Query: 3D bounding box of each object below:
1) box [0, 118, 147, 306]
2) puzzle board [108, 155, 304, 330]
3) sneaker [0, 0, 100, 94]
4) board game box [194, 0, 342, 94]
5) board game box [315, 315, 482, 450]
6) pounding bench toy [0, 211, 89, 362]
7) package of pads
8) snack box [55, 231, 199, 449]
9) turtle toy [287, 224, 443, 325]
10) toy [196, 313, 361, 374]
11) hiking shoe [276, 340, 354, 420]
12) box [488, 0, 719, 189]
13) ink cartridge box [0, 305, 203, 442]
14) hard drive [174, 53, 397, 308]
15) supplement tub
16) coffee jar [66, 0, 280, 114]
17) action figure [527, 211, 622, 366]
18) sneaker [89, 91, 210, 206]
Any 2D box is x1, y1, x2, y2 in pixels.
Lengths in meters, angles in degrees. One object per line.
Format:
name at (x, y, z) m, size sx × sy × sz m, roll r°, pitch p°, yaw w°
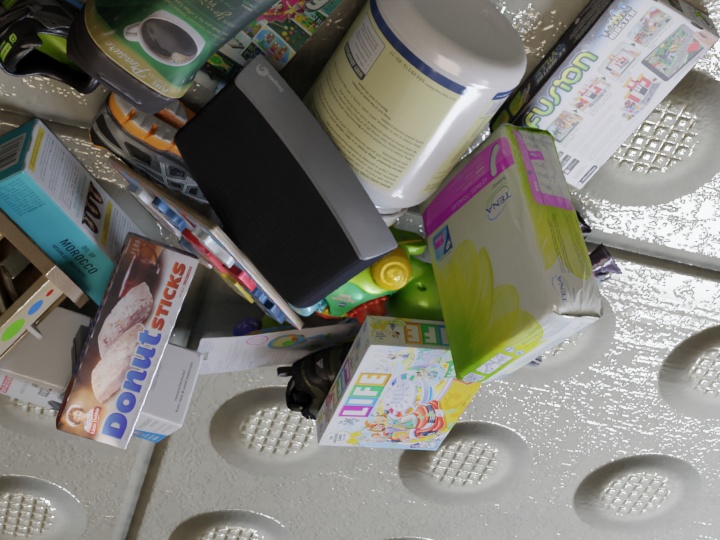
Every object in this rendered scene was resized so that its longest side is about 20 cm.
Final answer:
box at (-0.274, -0.046, 1.189) m, size 0.049 × 0.082 × 0.200 m, roll -23°, pitch 129°, yaw 18°
puzzle board at (-0.145, -0.020, 1.157) m, size 0.017 × 0.150 × 0.200 m, roll -51°, pitch 146°, yaw -11°
sneaker at (-0.296, -0.215, 1.032) m, size 0.199 × 0.083 × 0.071 m, roll 29°, pitch 124°, yaw -26°
board game box at (-0.098, -0.251, 1.026) m, size 0.147 × 0.064 × 0.200 m, roll 29°, pitch 124°, yaw -27°
board game box at (0.044, 0.118, 1.235) m, size 0.134 × 0.034 × 0.200 m, roll 5°, pitch 144°, yaw -15°
pounding bench toy at (-0.387, 0.002, 1.134) m, size 0.156 × 0.200 × 0.124 m, roll -46°, pitch 168°, yaw -10°
package of pads at (0.134, -0.017, 1.122) m, size 0.068 × 0.201 × 0.154 m, roll 6°, pitch 150°, yaw -33°
snack box at (-0.225, 0.068, 1.181) m, size 0.072 × 0.024 × 0.201 m, roll 20°, pitch 95°, yaw -21°
turtle toy at (0.000, 0.000, 1.194) m, size 0.199 × 0.146 × 0.101 m, roll 9°, pitch 115°, yaw -12°
toy at (-0.079, 0.067, 1.317) m, size 0.199 × 0.047 × 0.115 m, roll -2°, pitch 156°, yaw -14°
hiking shoe at (-0.030, 0.132, 1.356) m, size 0.100 × 0.076 × 0.200 m, roll -5°, pitch 152°, yaw 10°
box at (0.221, -0.173, 1.134) m, size 0.110 × 0.035 × 0.200 m, roll 24°, pitch 127°, yaw -23°
ink cartridge box at (-0.281, 0.104, 1.274) m, size 0.199 × 0.084 × 0.145 m, roll 20°, pitch 161°, yaw -14°
hard drive at (-0.071, -0.069, 1.058) m, size 0.135 × 0.042 × 0.200 m, roll -34°, pitch 92°, yaw 40°
supplement tub at (0.035, -0.147, 1.072) m, size 0.145 × 0.145 × 0.200 m, roll 22°, pitch 127°, yaw -22°
coffee jar at (-0.136, -0.213, 0.957) m, size 0.200 × 0.086 × 0.104 m, roll -37°, pitch 127°, yaw 27°
action figure at (0.165, 0.030, 1.259) m, size 0.200 × 0.130 × 0.069 m, roll -36°, pitch 161°, yaw 10°
sneaker at (-0.165, -0.104, 1.155) m, size 0.077 × 0.078 × 0.200 m, roll -28°, pitch 126°, yaw 38°
